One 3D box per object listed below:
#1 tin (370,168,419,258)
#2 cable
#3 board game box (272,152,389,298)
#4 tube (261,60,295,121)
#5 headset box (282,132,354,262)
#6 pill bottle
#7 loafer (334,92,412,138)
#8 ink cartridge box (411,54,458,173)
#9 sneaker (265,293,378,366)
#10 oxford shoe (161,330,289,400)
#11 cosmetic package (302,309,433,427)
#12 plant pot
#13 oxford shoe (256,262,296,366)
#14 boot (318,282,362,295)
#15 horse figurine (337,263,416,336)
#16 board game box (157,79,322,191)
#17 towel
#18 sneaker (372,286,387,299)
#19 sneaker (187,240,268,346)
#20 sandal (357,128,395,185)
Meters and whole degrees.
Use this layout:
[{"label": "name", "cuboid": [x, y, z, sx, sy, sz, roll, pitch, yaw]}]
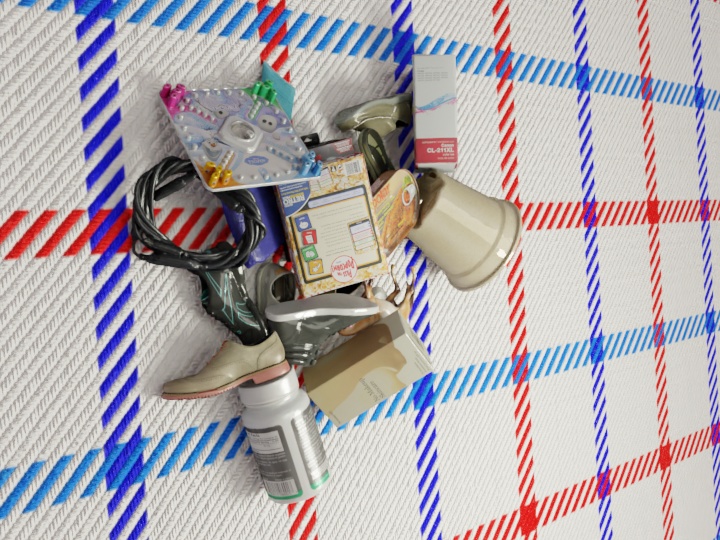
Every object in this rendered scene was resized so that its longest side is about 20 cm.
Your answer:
[{"label": "tin", "cuboid": [0.043, -0.100, 1.580, 0.200, 0.042, 0.113, -49, 134, -44]}, {"label": "cable", "cuboid": [-0.234, -0.080, 1.330, 0.198, 0.051, 0.165, 8, 94, -14]}, {"label": "board game box", "cuboid": [-0.048, -0.073, 1.456, 0.150, 0.046, 0.202, -15, 101, -12]}, {"label": "tube", "cuboid": [-0.139, -0.250, 1.471, 0.077, 0.050, 0.202, 41, 40, -42]}, {"label": "headset box", "cuboid": [-0.073, -0.130, 1.537, 0.148, 0.077, 0.202, -22, 105, -43]}, {"label": "pill bottle", "cuboid": [-0.123, 0.258, 1.446, 0.113, 0.112, 0.202, -28, 109, -42]}, {"label": "loafer", "cuboid": [0.034, -0.276, 1.650, 0.199, 0.075, 0.070, -24, 101, -43]}, {"label": "ink cartridge box", "cuboid": [0.140, -0.292, 1.703, 0.146, 0.082, 0.202, 5, 84, -86]}, {"label": "sneaker", "cuboid": [-0.063, 0.098, 1.466, 0.198, 0.071, 0.100, -7, 111, -28]}, {"label": "oxford shoe", "cuboid": [-0.209, 0.145, 1.372, 0.198, 0.070, 0.076, -15, 96, -23]}, {"label": "cosmetic package", "cuboid": [0.012, 0.167, 1.531, 0.105, 0.199, 0.071, 50, 12, -31]}, {"label": "plant pot", "cuboid": [0.172, -0.090, 1.721, 0.183, 0.200, 0.202, 31, 67, -28]}, {"label": "oxford shoe", "cuboid": [-0.132, 0.088, 1.484, 0.075, 0.057, 0.202, -5, 94, -47]}, {"label": "boot", "cuboid": [0.000, 0.000, 1.608, 0.200, 0.075, 0.074, -39, 114, -40]}, {"label": "horse figurine", "cuboid": [0.039, 0.052, 1.573, 0.199, 0.050, 0.134, 8, 88, -48]}, {"label": "board game box", "cuboid": [-0.177, -0.210, 1.360, 0.199, 0.026, 0.201, -11, 59, -36]}, {"label": "towel", "cuboid": [-0.184, -0.118, 1.422, 0.148, 0.049, 0.202, -47, 121, -60]}, {"label": "sneaker", "cuboid": [0.045, 0.130, 1.631, 0.074, 0.099, 0.202, 3, 85, -43]}, {"label": "sneaker", "cuboid": [-0.205, 0.057, 1.414, 0.079, 0.075, 0.202, -27, 106, -23]}, {"label": "sandal", "cuboid": [0.028, -0.171, 1.651, 0.080, 0.057, 0.202, -72, 147, -48]}]
